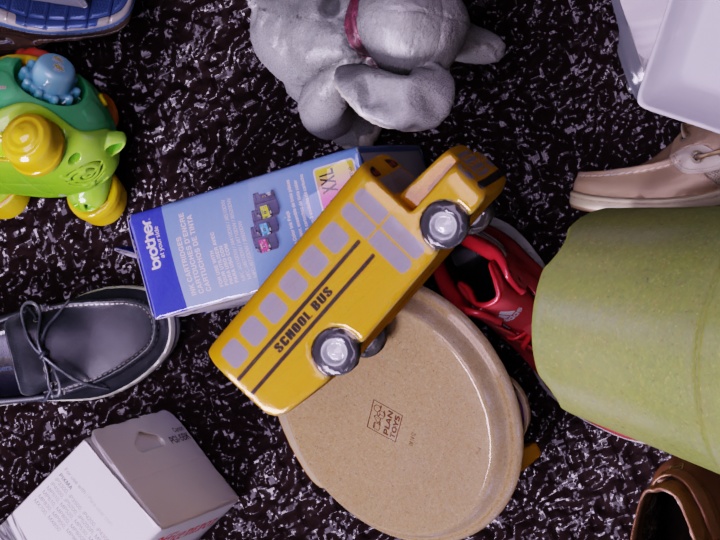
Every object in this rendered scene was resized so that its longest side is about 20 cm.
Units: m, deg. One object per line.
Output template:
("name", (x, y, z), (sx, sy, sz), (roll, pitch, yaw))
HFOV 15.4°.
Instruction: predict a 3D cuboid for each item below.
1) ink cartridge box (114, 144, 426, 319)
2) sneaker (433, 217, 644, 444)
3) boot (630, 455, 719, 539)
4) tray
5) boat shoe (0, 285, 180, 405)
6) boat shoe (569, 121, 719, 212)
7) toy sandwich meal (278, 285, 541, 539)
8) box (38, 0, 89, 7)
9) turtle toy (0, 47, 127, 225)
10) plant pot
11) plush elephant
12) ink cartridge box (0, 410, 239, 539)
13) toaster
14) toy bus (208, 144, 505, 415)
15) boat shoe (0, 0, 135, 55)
("ink cartridge box", (-0.061, -0.021, 1.748), (0.199, 0.136, 0.077), (-17, 87, 19))
("sneaker", (0.117, 0.045, 1.701), (0.200, 0.115, 0.079), (37, 104, 14))
("boot", (0.217, 0.213, 1.654), (0.076, 0.155, 0.202), (-4, 92, 19))
("tray", (0.246, -0.177, 1.585), (0.107, 0.022, 0.201), (19, 101, 9))
("boat shoe", (-0.219, 0.058, 1.849), (0.198, 0.062, 0.075), (-12, 87, 18))
("boat shoe", (0.229, -0.072, 1.681), (0.198, 0.071, 0.065), (-7, 94, 10))
("toy sandwich meal", (0.030, 0.086, 1.728), (0.204, 0.070, 0.207), (15, 118, 30))
("box", (-0.223, -0.293, 1.771), (0.121, 0.106, 0.201), (9, 73, 19))
("turtle toy", (-0.249, -0.102, 1.820), (0.198, 0.146, 0.102), (5, 75, 19))
("plant pot", (0.211, 0.038, 1.589), (0.183, 0.199, 0.202), (11, 97, 43))
("plush elephant", (0.018, -0.158, 1.676), (0.154, 0.200, 0.166), (15, 91, 32))
("ink cartridge box", (-0.195, 0.198, 1.803), (0.200, 0.147, 0.083), (-45, 79, 17))
("toaster", (0.210, -0.206, 1.658), (0.128, 0.114, 0.202), (-18, 88, 15))
("toy bus", (0.000, 0.000, 1.627), (0.078, 0.065, 0.200), (43, 110, 7))
("boat shoe", (-0.241, -0.187, 1.834), (0.198, 0.072, 0.073), (9, 68, 18))
